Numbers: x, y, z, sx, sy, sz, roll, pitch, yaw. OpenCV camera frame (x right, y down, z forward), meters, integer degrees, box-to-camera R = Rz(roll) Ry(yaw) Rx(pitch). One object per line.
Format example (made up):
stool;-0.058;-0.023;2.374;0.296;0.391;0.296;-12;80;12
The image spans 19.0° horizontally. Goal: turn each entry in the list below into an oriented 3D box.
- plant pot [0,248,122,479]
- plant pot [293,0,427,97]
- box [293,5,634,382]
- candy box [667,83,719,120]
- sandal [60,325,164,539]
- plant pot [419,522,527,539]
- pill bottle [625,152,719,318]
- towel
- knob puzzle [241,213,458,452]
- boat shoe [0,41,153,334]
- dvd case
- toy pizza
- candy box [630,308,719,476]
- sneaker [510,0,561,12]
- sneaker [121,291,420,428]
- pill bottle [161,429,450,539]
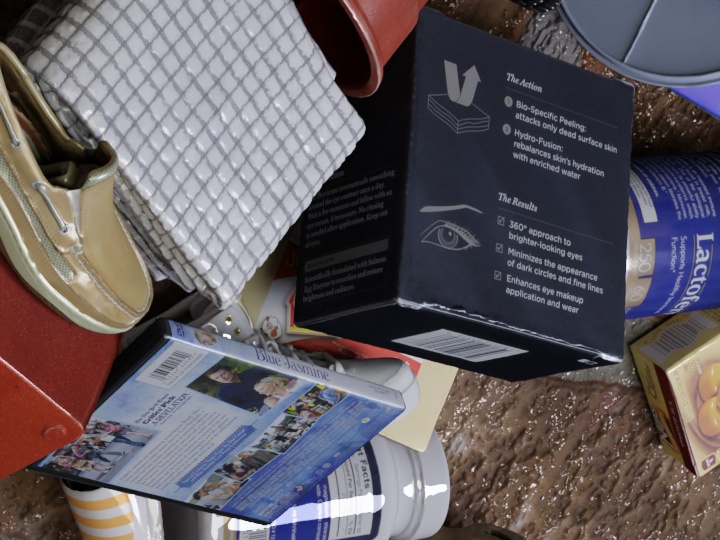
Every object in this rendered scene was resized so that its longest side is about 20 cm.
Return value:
plant pot;-0.252;0.022;1.225;0.199;0.177;0.200;-27;135;18
plant pot;0.001;-0.245;1.303;0.195;0.200;0.201;-47;128;-13
box;0.072;-0.045;1.427;0.196;0.117;0.201;16;71;-35
candy box;0.297;-0.181;1.525;0.199;0.077;0.170;29;98;-8
sandal;-0.176;0.124;1.444;0.059;0.079;0.208;-12;110;-24
plant pot;0.070;0.297;1.616;0.199;0.200;0.185;-12;108;-25
pill bottle;0.232;-0.028;1.574;0.199;0.116;0.116;-6;116;-29
towel;-0.104;-0.102;1.243;0.166;0.085;0.200;-54;126;-25
knob puzzle;0.000;0.000;1.489;0.218;0.030;0.221;0;90;-22
boat shoe;-0.161;-0.042;1.154;0.076;0.072;0.200;-19;132;23
dvd case;-0.088;0.098;1.323;0.199;0.018;0.143;19;130;-41
toy pizza;0.223;-0.222;1.457;0.201;0.200;0.032;-58;162;6
candy box;0.320;0.061;1.717;0.199;0.055;0.116;-32;125;-14
sneaker;0.124;-0.228;1.382;0.076;0.200;0.088;32;80;-11
sneaker;-0.058;0.060;1.403;0.199;0.074;0.116;-14;108;-19
pill bottle;-0.044;0.155;1.507;0.199;0.116;0.116;-5;115;-29
